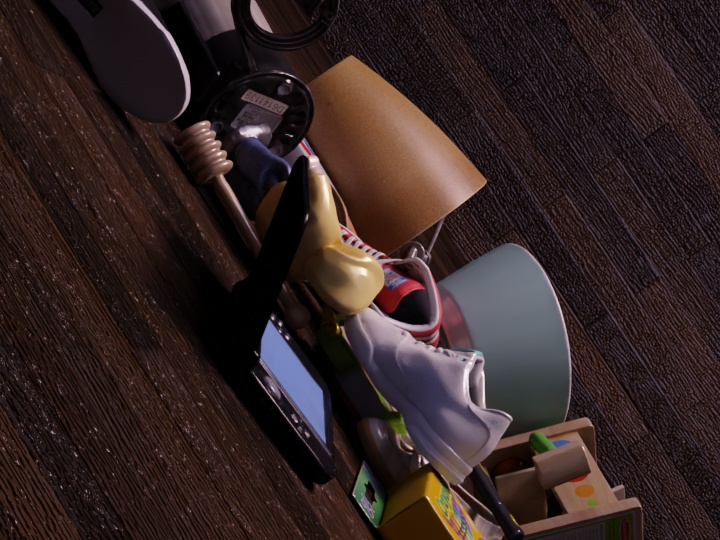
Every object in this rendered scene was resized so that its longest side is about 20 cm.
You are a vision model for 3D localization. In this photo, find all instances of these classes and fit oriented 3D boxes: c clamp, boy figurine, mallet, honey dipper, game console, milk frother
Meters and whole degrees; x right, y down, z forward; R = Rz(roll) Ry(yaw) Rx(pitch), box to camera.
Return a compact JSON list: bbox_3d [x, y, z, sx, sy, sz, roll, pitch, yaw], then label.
[{"bbox_3d":[0.054,0.007,1.978,0.027,0.172,0.200,19,6,6],"label":"c clamp"},{"bbox_3d":[-0.053,-0.045,1.576,0.064,0.125,0.200,-19,56,-42],"label":"boy figurine"},{"bbox_3d":[0.093,0.162,1.584,0.201,0.041,0.066,58,5,27],"label":"mallet"},{"bbox_3d":[-0.100,-0.037,1.558,0.201,0.038,0.038,60,8,7],"label":"honey dipper"},{"bbox_3d":[-0.037,0.033,1.335,0.176,0.116,0.200,54,8,-14],"label":"game console"},{"bbox_3d":[-0.112,-0.240,1.719,0.180,0.200,0.189,42,15,-48],"label":"milk frother"}]

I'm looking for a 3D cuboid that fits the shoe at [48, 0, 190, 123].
[{"bbox_3d":[-0.206,-0.213,1.478,0.200,0.071,0.091,50,14,-8],"label":"shoe"}]

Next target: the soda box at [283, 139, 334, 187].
[{"bbox_3d":[-0.099,-0.141,1.895,0.201,0.064,0.068,59,8,26],"label":"soda box"}]

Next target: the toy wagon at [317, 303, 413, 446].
[{"bbox_3d":[0.008,0.104,1.622,0.200,0.039,0.155,49,10,-40],"label":"toy wagon"}]

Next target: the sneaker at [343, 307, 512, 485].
[{"bbox_3d":[0.061,0.088,1.519,0.075,0.088,0.200,41,9,-50],"label":"sneaker"}]

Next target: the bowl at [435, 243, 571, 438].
[{"bbox_3d":[0.118,0.081,1.765,0.201,0.104,0.202,170,-90,-70],"label":"bowl"}]

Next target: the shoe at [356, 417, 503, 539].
[{"bbox_3d":[0.062,0.187,1.553,0.200,0.053,0.070,51,9,-35],"label":"shoe"}]

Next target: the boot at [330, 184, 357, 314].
[{"bbox_3d":[-0.018,-0.003,1.824,0.201,0.073,0.155,65,7,14],"label":"boot"}]

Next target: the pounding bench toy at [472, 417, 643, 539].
[{"bbox_3d":[0.179,0.206,1.673,0.156,0.123,0.201,-114,-167,-55],"label":"pounding bench toy"}]

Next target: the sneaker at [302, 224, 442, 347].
[{"bbox_3d":[0.000,0.000,1.677,0.200,0.071,0.113,40,-15,6],"label":"sneaker"}]

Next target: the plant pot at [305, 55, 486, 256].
[{"bbox_3d":[0.009,-0.129,1.963,0.201,0.186,0.186,57,7,-4],"label":"plant pot"}]

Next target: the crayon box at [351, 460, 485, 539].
[{"bbox_3d":[0.073,0.234,1.429,0.201,0.051,0.126,55,7,-3],"label":"crayon box"}]
